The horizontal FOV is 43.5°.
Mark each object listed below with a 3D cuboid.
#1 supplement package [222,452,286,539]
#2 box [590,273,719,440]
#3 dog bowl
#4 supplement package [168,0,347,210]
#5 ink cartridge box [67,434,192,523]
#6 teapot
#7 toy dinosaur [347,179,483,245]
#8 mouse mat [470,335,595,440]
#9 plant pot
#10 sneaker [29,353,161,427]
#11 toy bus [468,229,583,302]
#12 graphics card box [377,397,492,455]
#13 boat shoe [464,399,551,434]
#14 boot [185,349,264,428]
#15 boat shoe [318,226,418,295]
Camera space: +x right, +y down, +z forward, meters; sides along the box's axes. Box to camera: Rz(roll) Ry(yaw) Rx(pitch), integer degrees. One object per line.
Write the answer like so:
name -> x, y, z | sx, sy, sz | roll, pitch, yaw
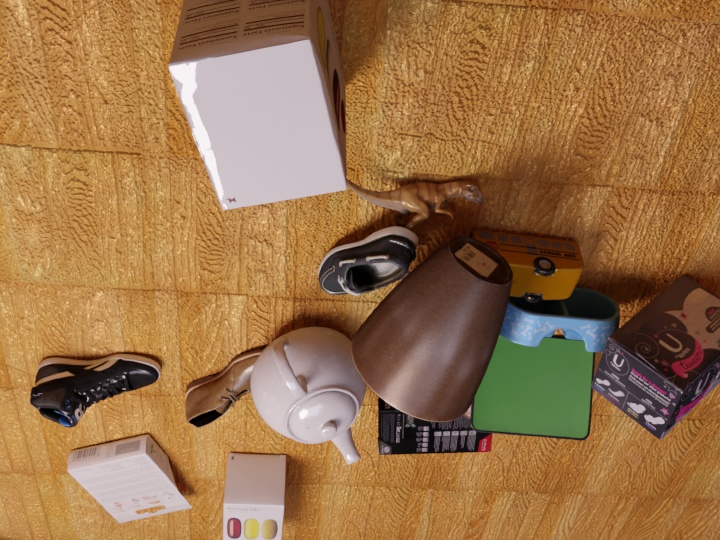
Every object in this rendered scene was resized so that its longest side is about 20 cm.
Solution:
supplement package -> -0.197, 0.442, 1.672 | 0.112, 0.110, 0.201 | 3, 134, -5
box -> 0.452, 0.121, 1.304 | 0.199, 0.132, 0.115 | -32, 144, -30
dog bowl -> 0.290, 0.064, 1.331 | 0.198, 0.112, 0.050 | 6, 120, -7
supplement package -> -0.101, -0.211, 0.987 | 0.145, 0.201, 0.192 | -8, 134, 7
ink cartridge box -> -0.419, 0.385, 1.661 | 0.159, 0.050, 0.201 | -14, 137, 11
teapot -> -0.071, 0.193, 1.385 | 0.198, 0.147, 0.199 | 7, 124, -27
toy dinosaur -> 0.063, -0.093, 1.216 | 0.198, 0.061, 0.107 | -4, 122, -12
mouse mat -> 0.274, 0.182, 1.430 | 0.198, 0.163, 0.008 | 6, 176, -8
plant pot -> 0.111, 0.061, 1.186 | 0.185, 0.188, 0.201 | 17, 124, -17
sneaker -> -0.420, 0.198, 1.430 | 0.198, 0.113, 0.074 | -2, 135, 0
toy bus -> 0.210, -0.009, 1.274 | 0.198, 0.079, 0.065 | 7, 135, -8
graphics card box -> 0.128, 0.260, 1.550 | 0.198, 0.051, 0.126 | -3, 133, -1
boat shoe -> 0.217, 0.218, 1.457 | 0.198, 0.068, 0.073 | 17, 97, -3
boot -> -0.203, 0.195, 1.461 | 0.199, 0.076, 0.074 | -29, 125, 22
boat shoe -> 0.000, 0.000, 1.257 | 0.075, 0.061, 0.200 | 31, 145, -21
